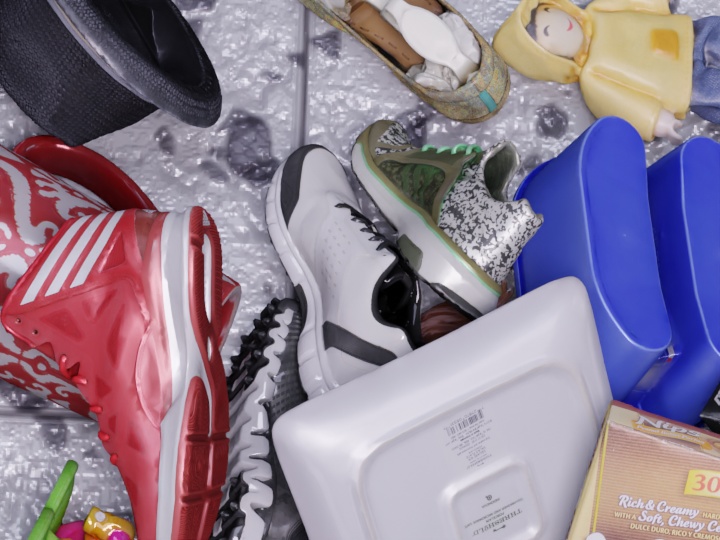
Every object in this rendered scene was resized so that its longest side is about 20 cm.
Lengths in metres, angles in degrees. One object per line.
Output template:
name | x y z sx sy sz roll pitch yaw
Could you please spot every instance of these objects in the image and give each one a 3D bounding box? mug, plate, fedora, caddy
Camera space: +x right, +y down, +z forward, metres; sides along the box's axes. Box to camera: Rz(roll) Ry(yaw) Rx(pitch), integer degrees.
mug | -0.171 -0.006 1.407 0.199 0.134 0.178 27 67 6
plate | 0.069 0.130 1.330 0.199 0.201 0.032 -25 24 -15
fedora | -0.174 -0.141 1.475 0.092 0.200 0.201 -41 69 15
caddy | 0.163 0.006 1.432 0.141 0.105 0.201 11 57 -23

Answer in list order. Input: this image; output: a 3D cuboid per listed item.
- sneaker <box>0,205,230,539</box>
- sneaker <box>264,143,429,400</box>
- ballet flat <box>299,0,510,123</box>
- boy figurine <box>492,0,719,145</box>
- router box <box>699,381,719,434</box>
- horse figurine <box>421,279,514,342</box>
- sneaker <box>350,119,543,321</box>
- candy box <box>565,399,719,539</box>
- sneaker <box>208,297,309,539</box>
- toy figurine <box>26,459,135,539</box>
sneaker | -0.136 0.065 1.313 0.115 0.078 0.202 1 86 14
sneaker | 0.000 0.000 1.418 0.073 0.080 0.201 23 40 -41
ballet flat | 0.015 -0.171 1.528 0.200 0.071 0.071 43 69 16
boy figurine | 0.185 -0.142 1.531 0.199 0.065 0.125 12 67 0
router box | 0.298 0.059 1.390 0.150 0.062 0.200 50 63 -29
horse figurine | 0.057 0.101 1.408 0.132 0.050 0.201 -2 69 -8
sneaker | 0.060 -0.046 1.428 0.089 0.077 0.200 -42 34 8
candy box | 0.160 0.185 1.309 0.115 0.055 0.201 18 103 5
sneaker | -0.040 0.107 1.395 0.090 0.066 0.201 25 45 -19
toy figurine | -0.119 0.221 1.318 0.183 0.150 0.200 27 40 -5
